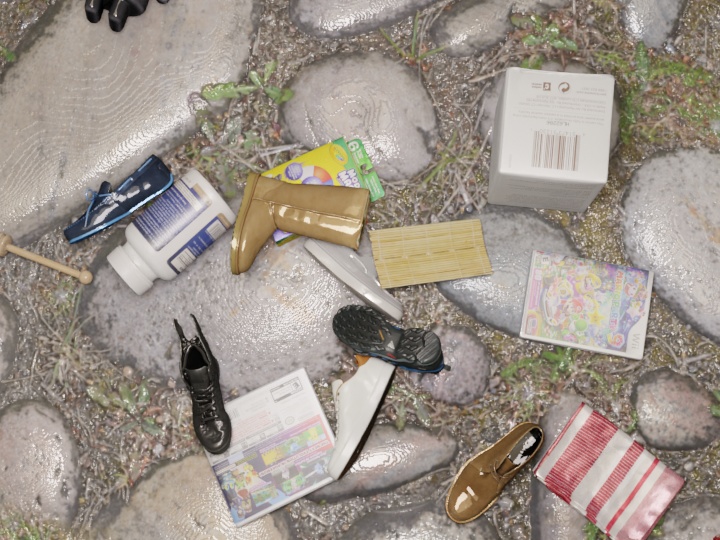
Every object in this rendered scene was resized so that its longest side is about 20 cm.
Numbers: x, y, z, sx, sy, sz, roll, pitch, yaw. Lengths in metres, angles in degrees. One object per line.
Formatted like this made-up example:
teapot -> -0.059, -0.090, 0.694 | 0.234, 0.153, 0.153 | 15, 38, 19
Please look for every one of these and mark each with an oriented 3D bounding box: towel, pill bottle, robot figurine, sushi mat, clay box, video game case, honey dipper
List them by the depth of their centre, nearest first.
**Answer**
towel -> 0.385, 0.322, 1.594 | 0.199, 0.023, 0.145 | 38, 83, 8
video game case -> -0.141, 0.278, 1.620 | 0.198, 0.023, 0.184 | -25, 80, -3
pill bottle -> -0.304, -0.057, 1.638 | 0.200, 0.111, 0.111 | -42, 81, -6
sushi mat -> 0.112, -0.028, 1.639 | 0.197, 0.012, 0.097 | -7, 79, -18
video game case -> 0.362, 0.055, 1.643 | 0.196, 0.018, 0.146 | 10, 80, 3
clay box -> -0.069, -0.135, 1.676 | 0.198, 0.048, 0.116 | -25, 81, -1
honey dipper -> -0.531, -0.021, 1.678 | 0.197, 0.038, 0.039 | 21, 81, 4
robot figurine -> -0.400, -0.507, 1.717 | 0.124, 0.149, 0.203 | 9, 79, 41

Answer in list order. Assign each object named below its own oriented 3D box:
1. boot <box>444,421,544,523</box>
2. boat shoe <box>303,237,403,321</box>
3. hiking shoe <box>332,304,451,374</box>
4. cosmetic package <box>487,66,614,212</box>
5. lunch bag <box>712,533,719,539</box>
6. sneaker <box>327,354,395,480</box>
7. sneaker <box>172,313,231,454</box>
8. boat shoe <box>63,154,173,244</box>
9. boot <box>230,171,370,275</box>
boot -> 0.206, 0.308, 1.577 | 0.200, 0.075, 0.074 | -45, 83, -5
boat shoe -> 0.000, 0.000, 1.645 | 0.199, 0.072, 0.069 | 39, 83, 17
hiking shoe -> 0.042, 0.118, 1.615 | 0.198, 0.087, 0.075 | 21, 69, 29
cosmetic package -> 0.292, -0.198, 1.597 | 0.164, 0.200, 0.169 | 5, 81, 3
lunch bag -> 0.609, 0.457, 1.484 | 0.081, 0.176, 0.202 | -32, 81, -4
sneaker -> -0.020, 0.226, 1.601 | 0.084, 0.073, 0.202 | 22, 67, 10
sneaker -> -0.247, 0.176, 1.586 | 0.059, 0.105, 0.203 | -14, 65, 2
boat shoe -> -0.402, -0.117, 1.673 | 0.199, 0.084, 0.069 | -36, 100, -18
boot -> -0.096, -0.063, 1.608 | 0.196, 0.066, 0.178 | 11, 81, 4
